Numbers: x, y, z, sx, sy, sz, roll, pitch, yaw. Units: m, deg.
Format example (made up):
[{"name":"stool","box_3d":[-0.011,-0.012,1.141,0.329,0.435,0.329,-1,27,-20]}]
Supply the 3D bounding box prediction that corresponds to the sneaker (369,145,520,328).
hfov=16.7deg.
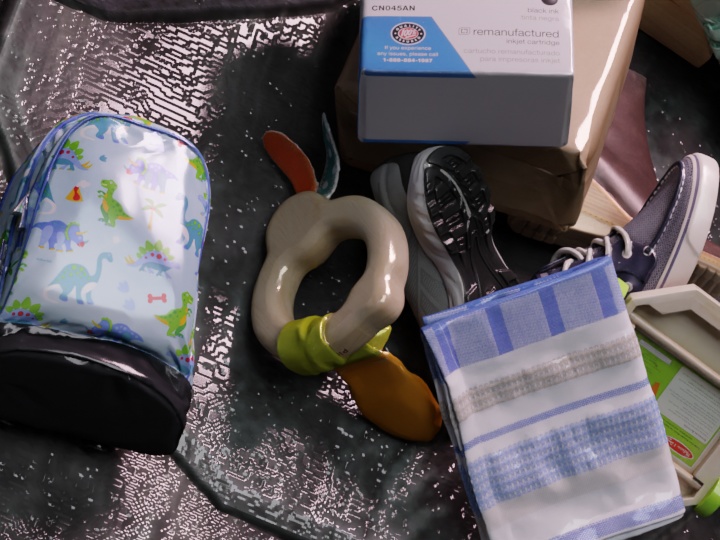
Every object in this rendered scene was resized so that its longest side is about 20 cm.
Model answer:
[{"name":"sneaker","box_3d":[0.061,0.007,1.712,0.074,0.079,0.200,-30,112,-40]}]

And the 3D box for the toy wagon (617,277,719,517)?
[{"name":"toy wagon","box_3d":[0.196,0.107,1.717,0.155,0.040,0.200,36,99,-4]}]

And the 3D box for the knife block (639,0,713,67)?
[{"name":"knife block","box_3d":[0.191,-0.258,1.947,0.064,0.175,0.200,-63,146,-33]}]

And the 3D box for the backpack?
[{"name":"backpack","box_3d":[-0.170,-0.004,1.588,0.163,0.154,0.200,17,46,-12]}]

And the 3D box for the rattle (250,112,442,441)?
[{"name":"rattle","box_3d":[0.000,0.000,1.708,0.143,0.130,0.200,21,30,-30]}]

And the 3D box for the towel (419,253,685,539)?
[{"name":"towel","box_3d":[0.132,0.104,1.667,0.147,0.024,0.200,-19,104,-6]}]

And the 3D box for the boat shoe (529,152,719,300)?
[{"name":"boat shoe","box_3d":[0.178,-0.001,1.746,0.093,0.075,0.200,21,97,-12]}]

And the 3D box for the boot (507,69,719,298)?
[{"name":"boot","box_3d":[0.207,-0.078,1.848,0.200,0.072,0.167,21,60,-13]}]

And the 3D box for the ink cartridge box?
[{"name":"ink cartridge box","box_3d":[0.072,-0.189,1.686,0.144,0.084,0.200,1,56,1]}]

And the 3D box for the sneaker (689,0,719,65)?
[{"name":"sneaker","box_3d":[0.305,-0.166,1.892,0.200,0.074,0.118,27,56,-64]}]

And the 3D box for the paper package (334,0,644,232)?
[{"name":"paper package","box_3d":[0.097,-0.153,1.776,0.190,0.104,0.200,17,58,8]}]
